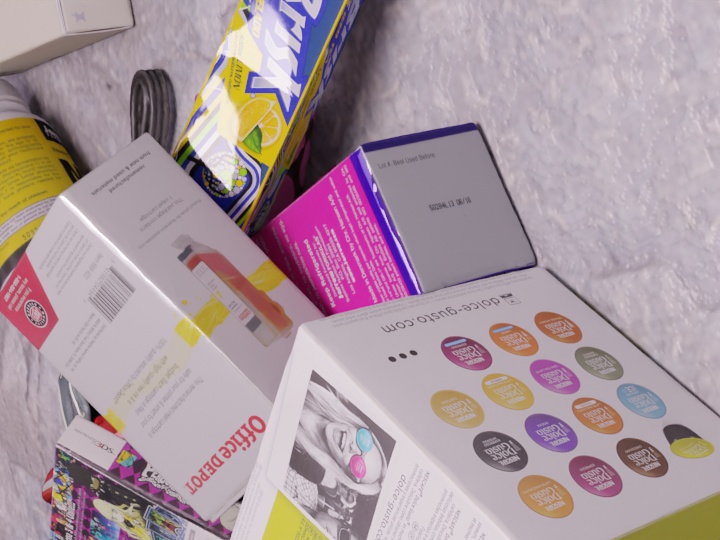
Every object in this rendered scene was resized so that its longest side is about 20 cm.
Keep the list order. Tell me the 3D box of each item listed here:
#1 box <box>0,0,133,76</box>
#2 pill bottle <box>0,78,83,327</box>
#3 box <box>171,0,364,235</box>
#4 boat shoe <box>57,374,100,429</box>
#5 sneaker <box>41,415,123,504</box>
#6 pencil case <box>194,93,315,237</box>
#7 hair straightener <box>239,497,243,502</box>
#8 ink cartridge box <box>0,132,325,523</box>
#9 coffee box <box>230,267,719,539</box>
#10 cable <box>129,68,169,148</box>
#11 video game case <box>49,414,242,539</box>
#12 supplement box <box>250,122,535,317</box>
[{"bbox_3d":[-0.270,-0.212,1.345,0.200,0.068,0.083,-7,95,50],"label":"box"},{"bbox_3d":[-0.284,-0.058,1.367,0.200,0.114,0.114,55,135,24],"label":"pill bottle"},{"bbox_3d":[-0.057,-0.124,1.049,0.064,0.070,0.201,25,98,5],"label":"box"},{"bbox_3d":[-0.198,0.155,1.348,0.201,0.073,0.062,67,154,20],"label":"boat shoe"},{"bbox_3d":[-0.170,0.112,1.293,0.200,0.078,0.116,-24,55,27],"label":"sneaker"},{"bbox_3d":[-0.094,-0.037,1.167,0.094,0.091,0.201,30,119,26],"label":"pencil case"},{"bbox_3d":[-0.086,0.190,1.254,0.200,0.041,0.077,24,117,43],"label":"hair straightener"},{"bbox_3d":[-0.113,0.039,1.023,0.200,0.083,0.145,46,139,1],"label":"ink cartridge box"},{"bbox_3d":[0.070,0.146,0.936,0.198,0.199,0.200,43,129,33],"label":"coffee box"},{"bbox_3d":[-0.157,-0.053,1.293,0.097,0.050,0.201,166,104,-67],"label":"cable"},{"bbox_3d":[-0.147,0.208,1.231,0.181,0.036,0.200,26,144,7],"label":"video game case"},{"bbox_3d":[0.000,0.000,1.057,0.200,0.101,0.104,-35,75,49],"label":"supplement box"}]
